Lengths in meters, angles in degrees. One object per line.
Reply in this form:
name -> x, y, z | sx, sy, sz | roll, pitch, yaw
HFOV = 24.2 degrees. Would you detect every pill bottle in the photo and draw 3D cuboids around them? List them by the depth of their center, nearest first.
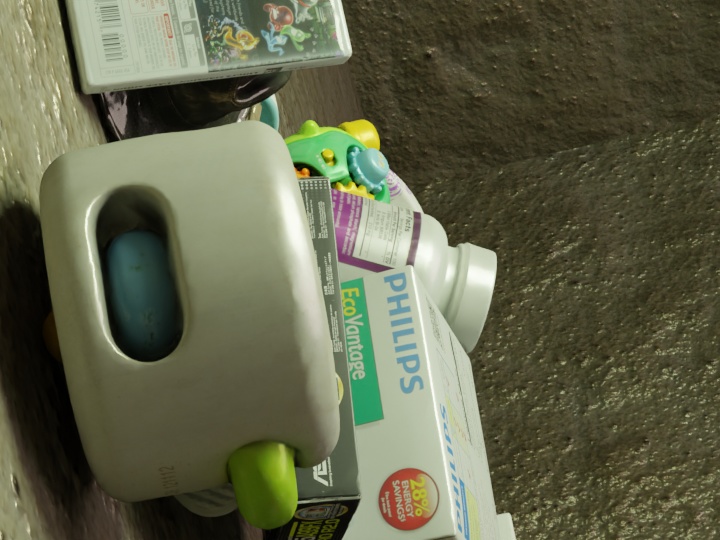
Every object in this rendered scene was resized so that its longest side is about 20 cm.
pill bottle -> 0.000, 0.000, 1.303 | 0.112, 0.199, 0.113 | -165, -90, -84

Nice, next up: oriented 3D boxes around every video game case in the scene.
video game case -> -0.111, -0.222, 1.098 | 0.023, 0.181, 0.201 | 147, -68, -69

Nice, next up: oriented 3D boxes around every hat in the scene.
hat -> -0.094, -0.151, 1.154 | 0.200, 0.080, 0.202 | -29, 124, -56

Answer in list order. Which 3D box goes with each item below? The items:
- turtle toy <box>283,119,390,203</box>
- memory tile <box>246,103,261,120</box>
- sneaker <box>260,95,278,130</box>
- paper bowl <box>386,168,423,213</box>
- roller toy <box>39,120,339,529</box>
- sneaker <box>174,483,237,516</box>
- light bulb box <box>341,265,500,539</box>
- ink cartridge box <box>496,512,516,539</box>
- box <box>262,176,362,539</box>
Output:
turtle toy -> -0.026, -0.031, 1.424 | 0.101, 0.145, 0.201 | 30, -46, 56
memory tile -> -0.100, -0.043, 1.287 | 0.200, 0.017, 0.154 | -92, -165, -65
sneaker -> -0.122, -0.198, 1.466 | 0.201, 0.079, 0.131 | 74, 7, -50
paper bowl -> -0.027, -0.006, 1.619 | 0.200, 0.104, 0.202 | 14, 70, -42
roller toy -> -0.093, 0.020, 0.860 | 0.200, 0.139, 0.183 | -110, -169, -61
sneaker -> -0.101, 0.063, 1.087 | 0.114, 0.072, 0.202 | 71, 7, -75
light bulb box -> 0.017, 0.131, 1.191 | 0.200, 0.124, 0.199 | 55, 24, -63
ink cartridge box -> 0.051, 0.304, 1.447 | 0.084, 0.199, 0.145 | -94, 170, -56
box -> -0.039, 0.066, 1.030 | 0.160, 0.044, 0.201 | 108, -23, -66
